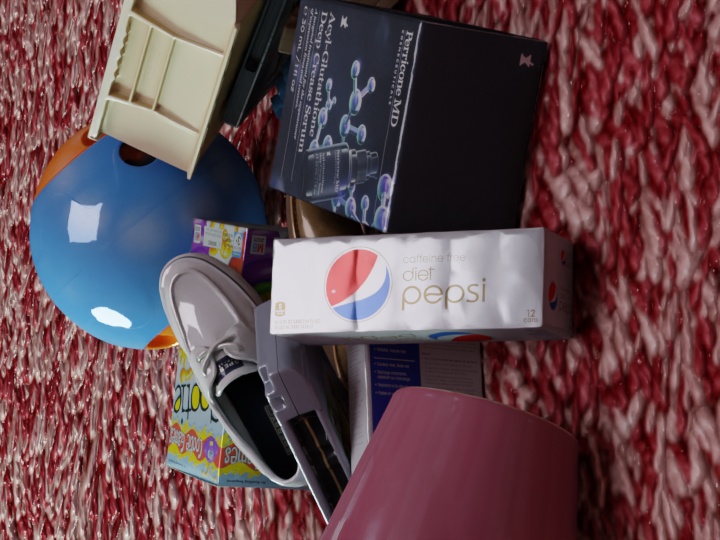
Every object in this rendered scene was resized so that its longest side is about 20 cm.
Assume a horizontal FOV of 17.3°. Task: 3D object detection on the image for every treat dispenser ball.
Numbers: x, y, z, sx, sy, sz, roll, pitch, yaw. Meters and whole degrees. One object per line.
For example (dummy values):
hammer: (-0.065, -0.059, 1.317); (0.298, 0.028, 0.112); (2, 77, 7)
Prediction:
treat dispenser ball: (-0.178, -0.035, 1.984); (0.201, 0.199, 0.203); (-20, 68, 60)

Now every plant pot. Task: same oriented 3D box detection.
plant pot: (0.059, 0.180, 1.519); (0.200, 0.199, 0.180); (-12, 59, 61)

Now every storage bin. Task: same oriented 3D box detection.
storage bin: (-0.117, -0.214, 1.886); (0.200, 0.093, 0.199); (-59, -6, -45)

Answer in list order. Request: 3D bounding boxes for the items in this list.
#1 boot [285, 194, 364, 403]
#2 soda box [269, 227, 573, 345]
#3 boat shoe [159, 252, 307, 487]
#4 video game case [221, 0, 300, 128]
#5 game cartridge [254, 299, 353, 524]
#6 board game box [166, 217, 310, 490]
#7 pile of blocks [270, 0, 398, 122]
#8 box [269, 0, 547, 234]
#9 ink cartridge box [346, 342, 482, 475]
boot: (0.000, 0.000, 1.787); (0.075, 0.073, 0.201); (-37, 61, 42)
soda box: (0.040, 0.012, 1.585); (0.198, 0.064, 0.069); (-2, 80, 23)
boat shoe: (-0.089, 0.072, 1.773); (0.073, 0.065, 0.201); (-38, 83, 10)
video game case: (-0.050, -0.225, 1.883); (0.201, 0.019, 0.143); (-68, -6, 31)
game cartridge: (-0.023, 0.122, 1.696); (0.134, 0.040, 0.201); (-107, -6, -65)
board game box: (-0.078, 0.066, 1.876); (0.103, 0.104, 0.202); (12, 96, 61)
pile of blocks: (-0.034, -0.171, 1.860); (0.062, 0.081, 0.201); (-110, 37, -58)
box: (0.031, -0.110, 1.696); (0.200, 0.106, 0.150); (22, 104, 61)
ink cartridge box: (0.039, 0.082, 1.656); (0.037, 0.094, 0.202); (-25, 63, 60)
